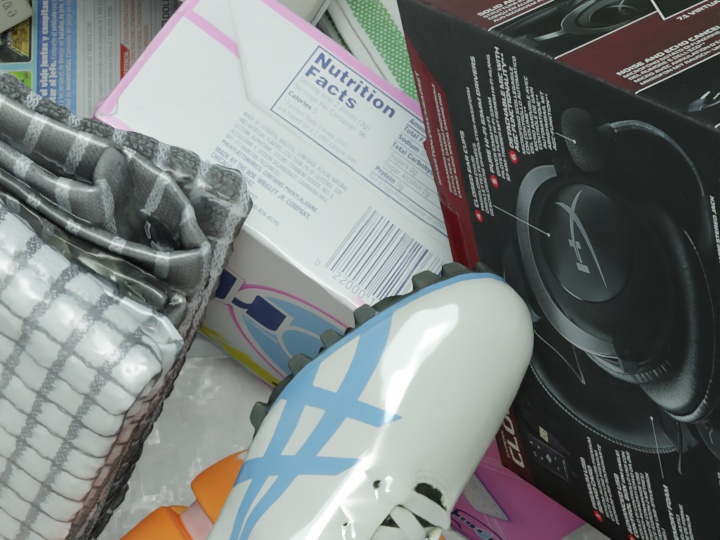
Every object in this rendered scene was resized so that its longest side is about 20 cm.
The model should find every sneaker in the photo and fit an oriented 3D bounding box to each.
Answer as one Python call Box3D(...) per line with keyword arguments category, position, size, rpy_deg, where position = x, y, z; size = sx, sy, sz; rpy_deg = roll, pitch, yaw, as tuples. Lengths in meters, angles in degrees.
Box3D(category="sneaker", position=(-0.014, 0.089, 0.629), size=(0.072, 0.072, 0.200), rpy_deg=(35, 89, 37))

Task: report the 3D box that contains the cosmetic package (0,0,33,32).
Box3D(category="cosmetic package", position=(-0.225, -0.096, 0.834), size=(0.200, 0.087, 0.103), rpy_deg=(-29, 66, -4))

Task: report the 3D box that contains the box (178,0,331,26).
Box3D(category="box", position=(-0.064, -0.185, 0.819), size=(0.128, 0.109, 0.200), rpy_deg=(-56, 38, 16))

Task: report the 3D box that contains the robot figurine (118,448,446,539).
Box3D(category="robot figurine", position=(-0.045, 0.130, 0.725), size=(0.200, 0.144, 0.117), rpy_deg=(-41, 85, -3))

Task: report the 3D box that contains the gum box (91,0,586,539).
Box3D(category="gum box", position=(0.000, 0.000, 0.774), size=(0.200, 0.114, 0.066), rpy_deg=(37, 69, -1))

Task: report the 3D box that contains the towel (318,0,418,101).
Box3D(category="towel", position=(0.090, -0.089, 0.882), size=(0.200, 0.031, 0.149), rpy_deg=(-21, 69, -20))

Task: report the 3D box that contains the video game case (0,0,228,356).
Box3D(category="video game case", position=(-0.115, -0.037, 0.866), size=(0.200, 0.018, 0.143), rpy_deg=(-1, 66, -2))

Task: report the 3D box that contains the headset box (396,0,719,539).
Box3D(category="headset box", position=(0.091, 0.002, 0.620), size=(0.077, 0.149, 0.200), rpy_deg=(-24, 27, -20))

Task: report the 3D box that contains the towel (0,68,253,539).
Box3D(category="towel", position=(-0.131, 0.008, 0.736), size=(0.165, 0.200, 0.086), rpy_deg=(35, 51, 4))
